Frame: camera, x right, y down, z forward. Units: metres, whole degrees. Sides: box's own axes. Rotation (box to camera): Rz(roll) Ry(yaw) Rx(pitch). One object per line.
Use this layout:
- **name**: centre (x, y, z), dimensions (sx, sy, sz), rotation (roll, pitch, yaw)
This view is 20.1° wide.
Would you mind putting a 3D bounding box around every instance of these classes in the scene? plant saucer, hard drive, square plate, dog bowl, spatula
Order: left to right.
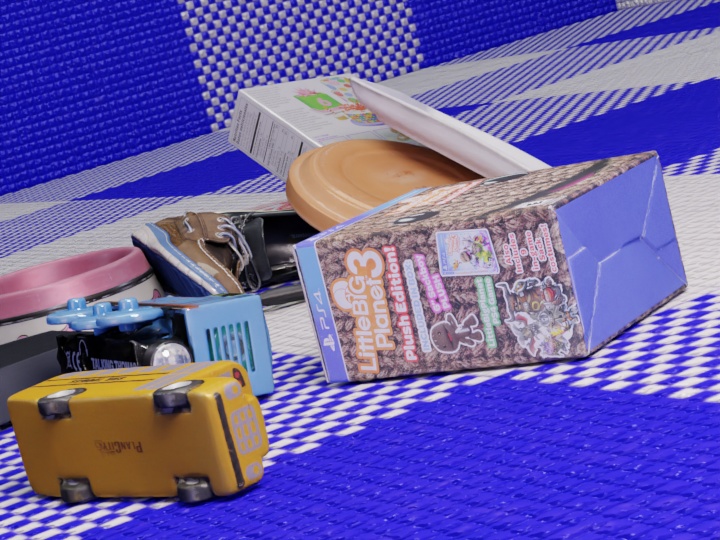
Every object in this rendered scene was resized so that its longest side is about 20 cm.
- **hard drive**: centre (-0.283, 0.090, 1.546), dimensions (0.199, 0.043, 0.135), rotation (-21, 11, -34)
- **dog bowl**: centre (-0.259, 0.036, 1.746), dimensions (0.199, 0.074, 0.200), rotation (-15, 8, 2)
- **spatula**: centre (0.000, 0.000, 1.708), dimensions (0.199, 0.021, 0.057), rotation (-19, -3, -10)
- **plant saucer**: centre (0.037, -0.064, 1.705), dimensions (0.199, 0.032, 0.200), rotation (10, 27, -5)
- **square plate**: centre (0.102, -0.104, 1.760), dimensions (0.200, 0.029, 0.198), rotation (29, 7, 20)

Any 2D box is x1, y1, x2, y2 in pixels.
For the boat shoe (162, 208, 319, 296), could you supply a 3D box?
- **boat shoe**: centre (-0.097, -0.020, 1.836), dimensions (0.199, 0.075, 0.062), rotation (-10, 2, -1)

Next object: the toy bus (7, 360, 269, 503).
- **toy bus**: centre (-0.127, 0.094, 1.198), dimensions (0.200, 0.065, 0.078), rotation (-7, 10, 44)

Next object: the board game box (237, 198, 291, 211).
- **board game box**: centre (-0.047, -0.043, 1.971), dimensions (0.199, 0.047, 0.152), rotation (-14, 9, 2)

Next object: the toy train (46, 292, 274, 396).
- **toy train**: centre (-0.142, 0.057, 1.411), dimensions (0.114, 0.087, 0.200), rotation (-9, 3, -26)

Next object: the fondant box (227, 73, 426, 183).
- **fondant box**: centre (-0.003, -0.109, 1.872), dimensions (0.144, 0.058, 0.200), rotation (-13, 39, -42)

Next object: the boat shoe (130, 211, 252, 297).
- **boat shoe**: centre (-0.135, -0.015, 1.731), dimensions (0.072, 0.072, 0.200), rotation (-35, 29, -12)

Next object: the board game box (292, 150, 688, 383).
- **board game box**: centre (0.087, -0.002, 1.341), dimensions (0.199, 0.097, 0.159), rotation (-8, 11, 34)
